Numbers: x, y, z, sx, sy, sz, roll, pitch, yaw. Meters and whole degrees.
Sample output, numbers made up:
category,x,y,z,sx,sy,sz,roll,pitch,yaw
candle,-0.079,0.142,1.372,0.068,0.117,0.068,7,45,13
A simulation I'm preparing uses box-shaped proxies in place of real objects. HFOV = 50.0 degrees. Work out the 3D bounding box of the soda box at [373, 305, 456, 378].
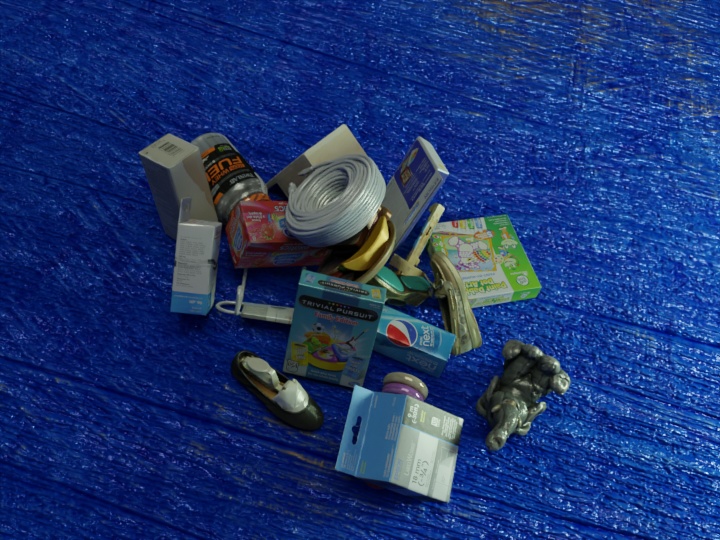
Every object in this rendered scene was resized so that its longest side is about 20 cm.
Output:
category,x,y,z,sx,sy,sz,roll,pitch,yaw
soda box,0.073,0.125,1.456,0.198,0.068,0.064,22,53,5

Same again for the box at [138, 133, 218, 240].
category,x,y,z,sx,sy,sz,roll,pitch,yaw
box,-0.345,-0.149,1.484,0.095,0.201,0.078,27,53,29

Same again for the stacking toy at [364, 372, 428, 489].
category,x,y,z,sx,sy,sz,roll,pitch,yaw
stacking toy,0.051,0.280,1.337,0.085,0.086,0.201,20,57,4

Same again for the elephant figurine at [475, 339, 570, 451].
category,x,y,z,sx,sy,sz,roll,pitch,yaw
elephant figurine,0.270,0.236,1.386,0.141,0.155,0.201,22,75,49

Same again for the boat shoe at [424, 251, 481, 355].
category,x,y,z,sx,sy,sz,roll,pitch,yaw
boat shoe,0.171,0.063,1.479,0.062,0.073,0.202,-21,89,-9

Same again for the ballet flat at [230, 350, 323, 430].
category,x,y,z,sx,sy,sz,roll,pitch,yaw
ballet flat,-0.148,0.208,1.354,0.199,0.069,0.068,32,54,12

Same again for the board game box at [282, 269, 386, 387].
category,x,y,z,sx,sy,sz,roll,pitch,yaw
board game box,-0.049,0.108,1.362,0.150,0.201,0.047,12,34,-1

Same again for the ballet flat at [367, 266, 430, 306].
category,x,y,z,sx,sy,sz,roll,pitch,yaw
ballet flat,0.061,0.035,1.470,0.199,0.071,0.071,14,40,-51

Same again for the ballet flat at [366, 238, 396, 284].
category,x,y,z,sx,sy,sz,roll,pitch,yaw
ballet flat,0.000,0.000,1.488,0.067,0.201,0.046,29,13,-22

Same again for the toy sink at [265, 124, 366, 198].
category,x,y,z,sx,sy,sz,roll,pitch,yaw
toy sink,-0.089,-0.195,1.616,0.130,0.200,0.112,-42,100,-34

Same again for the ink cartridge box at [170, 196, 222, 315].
category,x,y,z,sx,sy,sz,roll,pitch,yaw
ink cartridge box,-0.296,-0.029,1.404,0.067,0.116,0.202,6,97,-5

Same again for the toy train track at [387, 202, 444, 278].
category,x,y,z,sx,sy,sz,roll,pitch,yaw
toy train track,0.106,-0.046,1.548,0.032,0.114,0.201,28,88,43

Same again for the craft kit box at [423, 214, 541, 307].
category,x,y,z,sx,sy,sz,roll,pitch,yaw
craft kit box,0.249,-0.020,1.612,0.198,0.049,0.199,-9,59,-16

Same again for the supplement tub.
category,x,y,z,sx,sy,sz,roll,pitch,yaw
supplement tub,-0.271,-0.176,1.575,0.122,0.123,0.200,-29,64,-28

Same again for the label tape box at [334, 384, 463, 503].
category,x,y,z,sx,sy,sz,roll,pitch,yaw
label tape box,0.069,0.285,1.266,0.199,0.063,0.145,27,65,-30

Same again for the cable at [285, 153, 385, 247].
category,x,y,z,sx,sy,sz,roll,pitch,yaw
cable,-0.049,-0.127,1.404,0.199,0.069,0.201,-18,40,28

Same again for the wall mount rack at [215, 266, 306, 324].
category,x,y,z,sx,sy,sz,roll,pitch,yaw
wall mount rack,-0.170,0.043,1.472,0.198,0.075,0.174,9,16,-6

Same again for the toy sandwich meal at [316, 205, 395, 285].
category,x,y,z,sx,sy,sz,roll,pitch,yaw
toy sandwich meal,-0.018,-0.045,1.403,0.070,0.204,0.206,47,48,-27

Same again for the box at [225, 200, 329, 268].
category,x,y,z,sx,sy,sz,roll,pitch,yaw
box,-0.150,-0.070,1.502,0.198,0.100,0.096,-2,62,-32

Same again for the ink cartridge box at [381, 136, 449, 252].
category,x,y,z,sx,sy,sz,roll,pitch,yaw
ink cartridge box,0.100,-0.140,1.539,0.047,0.198,0.201,22,26,-25
